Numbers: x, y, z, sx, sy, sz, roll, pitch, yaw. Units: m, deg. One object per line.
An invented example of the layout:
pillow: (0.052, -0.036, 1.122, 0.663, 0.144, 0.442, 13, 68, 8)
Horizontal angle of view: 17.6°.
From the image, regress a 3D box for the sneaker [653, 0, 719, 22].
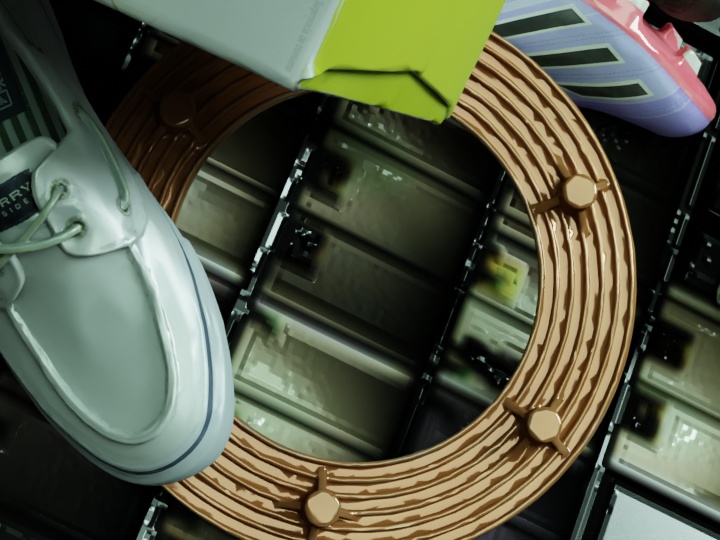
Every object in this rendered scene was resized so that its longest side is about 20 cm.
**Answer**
sneaker: (0.165, -0.178, 0.895, 0.115, 0.076, 0.200, 11, 63, -22)

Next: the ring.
ring: (0.000, 0.000, 0.795, 0.200, 0.019, 0.201, 1, 83, -10)

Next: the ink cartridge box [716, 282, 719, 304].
ink cartridge box: (0.254, -0.017, 0.879, 0.200, 0.088, 0.145, 26, 66, -13)

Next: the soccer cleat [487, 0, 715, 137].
soccer cleat: (0.041, -0.102, 0.848, 0.200, 0.067, 0.076, 36, 103, -16)

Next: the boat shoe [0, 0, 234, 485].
boat shoe: (-0.109, -0.021, 0.746, 0.074, 0.067, 0.200, -33, 76, 10)

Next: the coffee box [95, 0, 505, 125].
coffee box: (-0.036, -0.175, 0.693, 0.198, 0.200, 0.200, 26, 96, 12)
